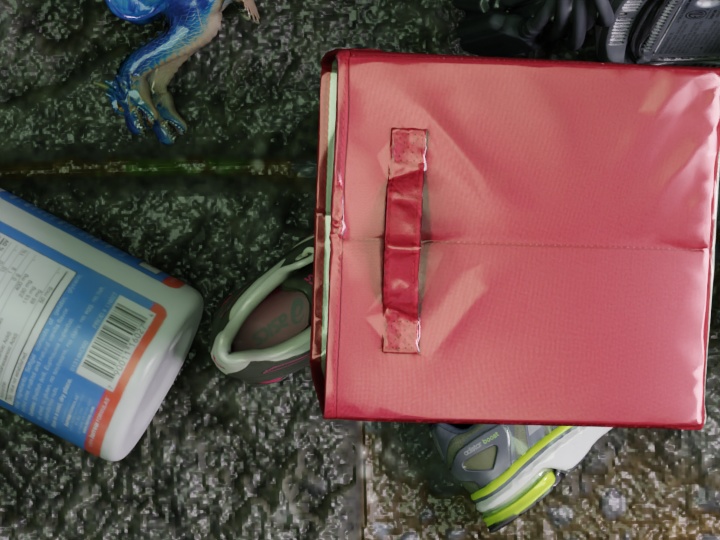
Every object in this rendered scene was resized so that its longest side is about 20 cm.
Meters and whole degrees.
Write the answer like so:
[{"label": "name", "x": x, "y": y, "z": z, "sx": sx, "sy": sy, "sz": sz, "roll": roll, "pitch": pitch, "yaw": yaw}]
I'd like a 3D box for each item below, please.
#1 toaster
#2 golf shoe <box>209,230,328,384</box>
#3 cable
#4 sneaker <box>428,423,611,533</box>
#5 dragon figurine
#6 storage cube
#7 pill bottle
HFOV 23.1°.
[{"label": "toaster", "x": 0.182, "y": -0.183, "z": 0.936, "sx": 0.113, "sy": 0.200, "sz": 0.129, "roll": -2, "pitch": 73, "yaw": -4}, {"label": "golf shoe", "x": 0.000, "y": 0.000, "z": 1.005, "sx": 0.200, "sy": 0.088, "sz": 0.077, "roll": -39, "pitch": 88, "yaw": 5}, {"label": "cable", "x": 0.099, "y": -0.198, "z": 0.936, "sx": 0.051, "sy": 0.200, "sz": 0.164, "roll": 7, "pitch": 88, "yaw": -17}, {"label": "sneaker", "x": 0.120, "y": 0.056, "z": 1.007, "sx": 0.081, "sy": 0.074, "sz": 0.200, "roll": 44, "pitch": 94, "yaw": 4}, {"label": "dragon figurine", "x": -0.121, "y": -0.175, "z": 1.017, "sx": 0.099, "sy": 0.059, "sz": 0.200, "roll": -17, "pitch": 93, "yaw": 5}, {"label": "storage cube", "x": 0.068, "y": -0.021, "z": 0.875, "sx": 0.179, "sy": 0.200, "sz": 0.171, "roll": 2, "pitch": 95, "yaw": -3}, {"label": "pill bottle", "x": -0.201, "y": 0.018, "z": 1.011, "sx": 0.200, "sy": 0.112, "sz": 0.112, "roll": 28, "pitch": 95, "yaw": 3}]
